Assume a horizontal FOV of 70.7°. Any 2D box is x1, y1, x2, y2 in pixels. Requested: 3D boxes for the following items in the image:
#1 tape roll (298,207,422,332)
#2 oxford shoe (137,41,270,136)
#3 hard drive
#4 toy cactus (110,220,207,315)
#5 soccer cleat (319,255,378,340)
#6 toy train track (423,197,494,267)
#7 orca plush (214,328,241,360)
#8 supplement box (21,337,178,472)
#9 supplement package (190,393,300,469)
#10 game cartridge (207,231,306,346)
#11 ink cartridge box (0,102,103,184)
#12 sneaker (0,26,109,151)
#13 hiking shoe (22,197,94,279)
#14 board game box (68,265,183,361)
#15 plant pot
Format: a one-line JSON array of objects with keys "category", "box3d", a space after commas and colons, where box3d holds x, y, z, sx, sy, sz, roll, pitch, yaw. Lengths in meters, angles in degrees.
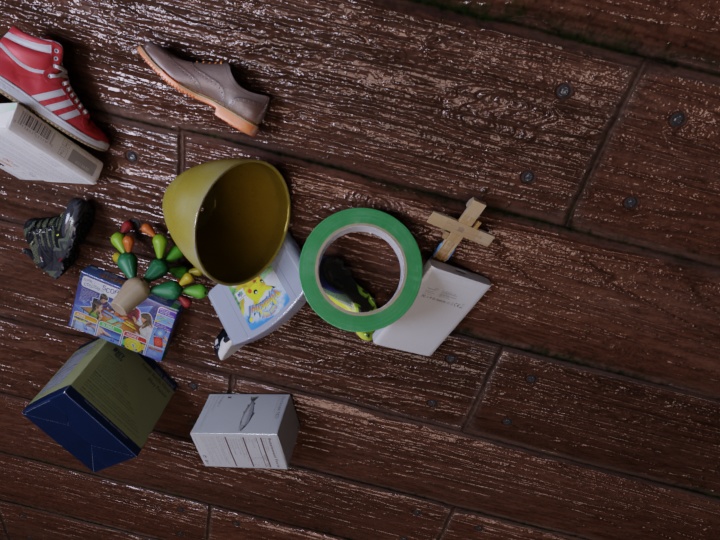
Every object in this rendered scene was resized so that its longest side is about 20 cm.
[{"category": "tape roll", "box3d": [0.000, 0.000, 0.833, 0.200, 0.048, 0.201, 0, 84, -2]}, {"category": "oxford shoe", "box3d": [-0.228, -0.285, 0.756, 0.200, 0.071, 0.073, 31, 103, -16]}, {"category": "hard drive", "box3d": [0.126, 0.074, 0.921, 0.132, 0.027, 0.200, 16, 126, -25]}, {"category": "toy cactus", "box3d": [-0.383, 0.012, 0.914, 0.200, 0.165, 0.102, 41, 140, -11]}, {"category": "soccer cleat", "box3d": [-0.030, 0.051, 0.945, 0.084, 0.065, 0.200, 0, 133, 45]}, {"category": "toy train track", "box3d": [0.147, -0.048, 0.862, 0.114, 0.033, 0.200, 21, 129, -13]}, {"category": "orca plush", "box3d": [-0.230, 0.086, 0.985, 0.071, 0.105, 0.200, 49, 125, 14]}, {"category": "supplement box", "box3d": [-0.535, 0.269, 1.073, 0.134, 0.200, 0.200, -24, 116, 21]}, {"category": "supplement package", "box3d": [-0.251, 0.357, 1.134, 0.199, 0.117, 0.118, -3, 122, 11]}, {"category": "game cartridge", "box3d": [-0.173, 0.040, 0.902, 0.200, 0.040, 0.134, -39, 74, 15]}, {"category": "ink cartridge box", "box3d": [-0.552, -0.201, 0.824, 0.199, 0.050, 0.161, 9, 162, 25]}, {"category": "sneaker", "box3d": [-0.460, -0.279, 0.785, 0.200, 0.071, 0.113, 37, 81, -47]}, {"category": "hiking shoe", "box3d": [-0.569, -0.068, 0.936, 0.101, 0.076, 0.200, 33, 123, -16]}, {"category": "board game box", "box3d": [-0.476, 0.089, 1.032, 0.199, 0.034, 0.136, 24, 112, -6]}, {"category": "plant pot", "box3d": [-0.231, -0.092, 0.816, 0.142, 0.200, 0.201, 21, 129, 30]}]
